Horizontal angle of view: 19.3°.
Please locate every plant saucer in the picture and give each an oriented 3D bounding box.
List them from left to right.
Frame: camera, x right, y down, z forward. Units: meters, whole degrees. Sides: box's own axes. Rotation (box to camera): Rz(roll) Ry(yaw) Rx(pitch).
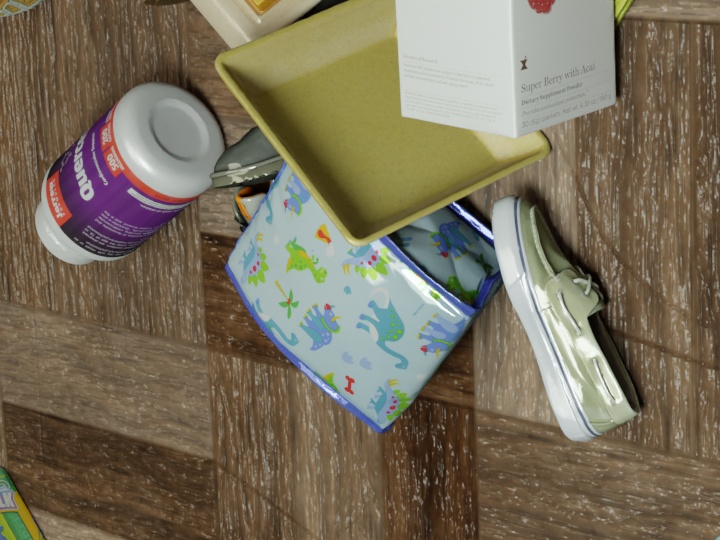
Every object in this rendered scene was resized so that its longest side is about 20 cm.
[{"bbox_3d":[0.014,-0.116,1.662,0.200,0.199,0.049,53,151,21],"label":"plant saucer"}]

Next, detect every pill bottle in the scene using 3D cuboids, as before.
[{"bbox_3d":[-0.218,-0.082,1.946,0.200,0.112,0.113,-36,76,43],"label":"pill bottle"}]

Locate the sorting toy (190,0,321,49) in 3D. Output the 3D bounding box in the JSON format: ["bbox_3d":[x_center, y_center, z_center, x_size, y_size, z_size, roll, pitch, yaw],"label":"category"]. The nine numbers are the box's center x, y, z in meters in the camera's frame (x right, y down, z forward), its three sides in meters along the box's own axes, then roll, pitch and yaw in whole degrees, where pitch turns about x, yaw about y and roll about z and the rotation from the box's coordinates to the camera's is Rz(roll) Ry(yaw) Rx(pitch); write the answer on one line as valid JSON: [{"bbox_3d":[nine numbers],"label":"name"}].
[{"bbox_3d":[-0.075,-0.299,1.722,0.200,0.036,0.185,-41,73,4],"label":"sorting toy"}]

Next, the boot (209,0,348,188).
[{"bbox_3d":[-0.068,-0.183,1.757,0.181,0.073,0.201,-21,91,2],"label":"boot"}]

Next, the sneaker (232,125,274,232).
[{"bbox_3d":[-0.079,-0.035,1.846,0.074,0.079,0.201,12,110,40],"label":"sneaker"}]

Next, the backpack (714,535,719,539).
[{"bbox_3d":[0.345,0.196,1.423,0.200,0.175,0.154,-22,81,49],"label":"backpack"}]

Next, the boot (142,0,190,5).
[{"bbox_3d":[-0.146,-0.332,1.836,0.200,0.076,0.156,-38,70,49],"label":"boot"}]

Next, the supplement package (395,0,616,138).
[{"bbox_3d":[0.106,-0.214,1.563,0.119,0.121,0.201,15,116,44],"label":"supplement package"}]

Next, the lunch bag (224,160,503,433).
[{"bbox_3d":[0.000,0.000,1.724,0.200,0.127,0.170,37,127,4],"label":"lunch bag"}]

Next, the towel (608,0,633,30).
[{"bbox_3d":[0.133,-0.255,1.622,0.200,0.018,0.086,49,136,22],"label":"towel"}]

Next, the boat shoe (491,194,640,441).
[{"bbox_3d":[0.160,0.032,1.647,0.062,0.072,0.201,-21,90,21],"label":"boat shoe"}]

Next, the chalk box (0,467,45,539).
[{"bbox_3d":[-0.423,0.296,2.244,0.200,0.125,0.124,56,133,16],"label":"chalk box"}]

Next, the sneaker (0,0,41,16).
[{"bbox_3d":[-0.318,-0.329,2.020,0.200,0.075,0.088,-50,51,37],"label":"sneaker"}]
